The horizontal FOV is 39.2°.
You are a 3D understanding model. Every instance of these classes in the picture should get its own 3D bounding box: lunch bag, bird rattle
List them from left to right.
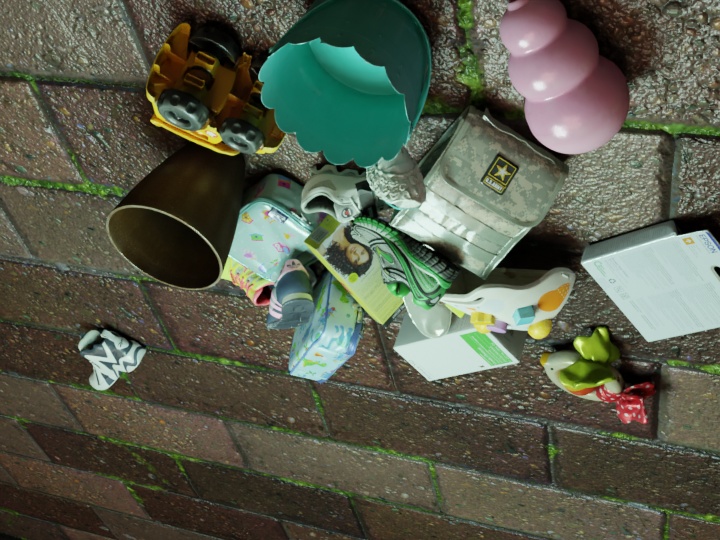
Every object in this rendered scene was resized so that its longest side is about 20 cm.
[{"bbox_3d":[-0.133,-0.063,1.640,0.160,0.077,0.200,37,143,-18],"label":"lunch bag"},{"bbox_3d":[-0.054,0.089,1.726,0.082,0.161,0.200,17,147,-15],"label":"lunch bag"},{"bbox_3d":[0.163,-0.111,1.374,0.164,0.118,0.200,30,129,-10],"label":"lunch bag"},{"bbox_3d":[0.390,0.174,1.671,0.163,0.113,0.200,2,154,45],"label":"bird rattle"}]

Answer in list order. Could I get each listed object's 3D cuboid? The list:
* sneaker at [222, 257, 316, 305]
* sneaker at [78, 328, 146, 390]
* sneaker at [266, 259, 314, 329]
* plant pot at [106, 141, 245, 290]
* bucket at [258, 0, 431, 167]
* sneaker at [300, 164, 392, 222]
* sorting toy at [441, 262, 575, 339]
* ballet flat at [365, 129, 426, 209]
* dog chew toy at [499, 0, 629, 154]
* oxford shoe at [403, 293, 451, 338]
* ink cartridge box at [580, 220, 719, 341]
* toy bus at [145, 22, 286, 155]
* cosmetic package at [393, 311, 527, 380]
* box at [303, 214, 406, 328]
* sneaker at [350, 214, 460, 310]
[{"bbox_3d":[-0.183,0.016,1.762,0.200,0.090,0.078,11,145,20],"label":"sneaker"},{"bbox_3d":[-0.572,0.184,2.212,0.130,0.080,0.199,40,142,-20],"label":"sneaker"},{"bbox_3d":[-0.116,0.043,1.662,0.070,0.082,0.200,-3,163,-18],"label":"sneaker"},{"bbox_3d":[-0.257,-0.106,1.548,0.187,0.200,0.187,16,145,12],"label":"plant pot"},{"bbox_3d":[-0.011,-0.248,1.276,0.207,0.135,0.207,15,144,11],"label":"bucket"},{"bbox_3d":[0.004,-0.103,1.503,0.200,0.089,0.074,3,139,24],"label":"sneaker"},{"bbox_3d":[0.180,0.036,1.482,0.200,0.107,0.180,3,174,41],"label":"sorting toy"},{"bbox_3d":[0.035,-0.152,1.351,0.072,0.200,0.072,-9,124,-13],"label":"ballet flat"},{"bbox_3d":[0.230,-0.235,1.179,0.124,0.125,0.200,-14,123,41],"label":"dog chew toy"},{"bbox_3d":[0.099,0.025,1.583,0.075,0.058,0.200,-8,117,6],"label":"oxford shoe"},{"bbox_3d":[0.452,0.014,1.441,0.200,0.041,0.200,-17,129,42],"label":"ink cartridge box"},{"bbox_3d":[-0.198,-0.226,1.432,0.200,0.136,0.192,24,158,-5],"label":"toy bus"},{"bbox_3d":[0.168,0.110,1.691,0.200,0.085,0.108,-20,127,43],"label":"cosmetic package"},{"bbox_3d":[0.000,0.000,1.595,0.200,0.075,0.050,48,171,-34],"label":"box"},{"bbox_3d":[0.047,-0.015,1.441,0.078,0.085,0.200,24,-170,-47],"label":"sneaker"}]
